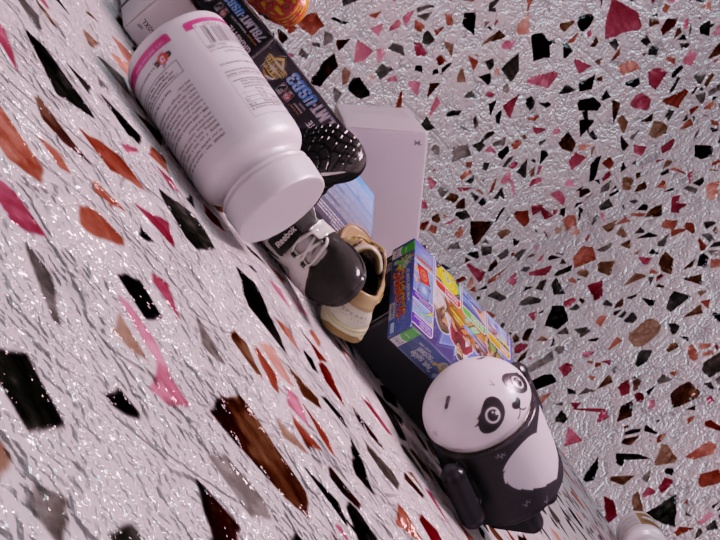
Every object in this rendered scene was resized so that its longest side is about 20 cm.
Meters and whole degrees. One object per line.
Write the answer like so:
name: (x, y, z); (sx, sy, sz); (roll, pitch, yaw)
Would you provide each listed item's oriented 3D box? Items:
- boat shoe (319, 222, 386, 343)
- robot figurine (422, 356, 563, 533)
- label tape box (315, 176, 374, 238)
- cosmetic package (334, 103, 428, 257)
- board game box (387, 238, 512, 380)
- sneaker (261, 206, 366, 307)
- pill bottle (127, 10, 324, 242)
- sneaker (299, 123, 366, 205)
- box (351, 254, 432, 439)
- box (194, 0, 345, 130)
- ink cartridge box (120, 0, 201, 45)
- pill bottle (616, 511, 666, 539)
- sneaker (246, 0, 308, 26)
boat shoe: (0.000, 0.000, 1.290); (0.073, 0.067, 0.201); (26, 29, -16)
robot figurine: (0.143, 0.185, 1.226); (0.151, 0.123, 0.202); (-103, 168, -62)
label tape box: (-0.044, -0.053, 1.434); (0.143, 0.065, 0.202); (48, 35, -42)
cosmetic package: (0.018, -0.120, 1.659); (0.200, 0.121, 0.203); (-112, -155, -72)
board game box: (0.105, 0.076, 1.312); (0.200, 0.034, 0.137); (44, 33, -31)
sneaker: (-0.074, -0.040, 1.197); (0.200, 0.074, 0.088); (44, 1, 35)
pill bottle: (-0.126, -0.134, 1.101); (0.201, 0.113, 0.113); (55, 6, 16)
sneaker: (-0.057, -0.109, 1.312); (0.198, 0.076, 0.088); (6, -39, 44)
box: (0.077, 0.095, 1.375); (0.201, 0.078, 0.142); (51, 28, -20)
box: (-0.113, -0.252, 1.342); (0.199, 0.049, 0.200); (55, 6, 34)
ink cartridge box: (-0.220, -0.297, 1.434); (0.145, 0.084, 0.201); (49, 8, -30)
pill bottle: (0.725, 0.700, 2.981); (0.115, 0.114, 0.200); (53, 6, -2)
sneaker: (-0.094, -0.327, 1.382); (0.077, 0.073, 0.200); (42, 7, -32)
